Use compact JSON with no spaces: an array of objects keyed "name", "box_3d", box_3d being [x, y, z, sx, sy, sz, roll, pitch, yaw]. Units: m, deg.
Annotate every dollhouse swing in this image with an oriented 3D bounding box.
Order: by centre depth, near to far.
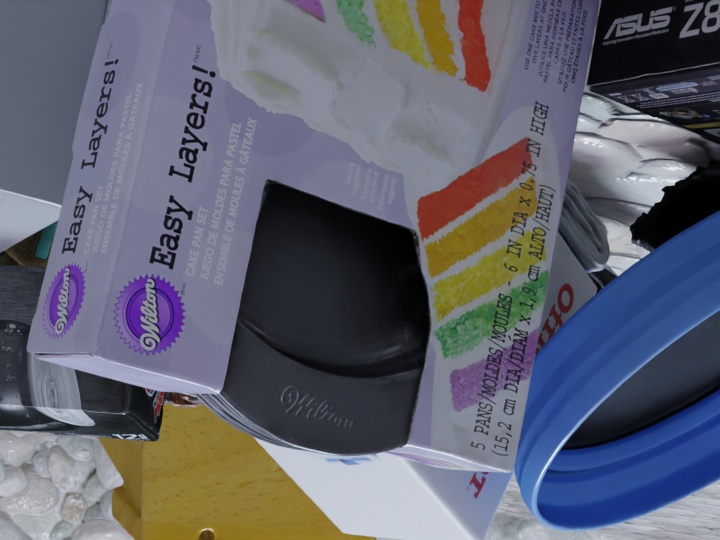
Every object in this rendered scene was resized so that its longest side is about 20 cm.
[{"name":"dollhouse swing","box_3d":[-0.070,0.036,1.128,0.181,0.201,0.176,1,-169,-3]}]

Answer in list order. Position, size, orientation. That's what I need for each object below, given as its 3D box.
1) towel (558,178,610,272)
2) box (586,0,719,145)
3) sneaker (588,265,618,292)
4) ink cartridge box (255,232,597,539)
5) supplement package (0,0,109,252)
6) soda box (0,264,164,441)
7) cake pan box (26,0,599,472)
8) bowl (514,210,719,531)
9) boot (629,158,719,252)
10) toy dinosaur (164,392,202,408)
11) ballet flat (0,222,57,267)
[{"name":"towel","box_3d":[0.009,-0.048,0.928,0.199,0.024,0.147,-3,136,45]},{"name":"box","box_3d":[0.208,-0.074,0.718,0.161,0.049,0.200,19,166,-33]},{"name":"sneaker","box_3d":[0.107,0.021,1.042,0.200,0.066,0.091,44,-170,-43]},{"name":"ink cartridge box","box_3d":[0.000,0.000,0.830,0.086,0.147,0.200,-2,140,42]},{"name":"supplement package","box_3d":[-0.201,-0.072,0.881,0.109,0.114,0.200,14,164,-25]},{"name":"soda box","box_3d":[-0.192,0.035,0.922,0.199,0.071,0.063,3,164,10]},{"name":"cake pan box","box_3d":[-0.010,-0.036,0.703,0.184,0.201,0.052,19,167,-31]},{"name":"bowl","box_3d":[0.148,0.034,0.817,0.200,0.039,0.201,-25,153,-13]},{"name":"boot","box_3d":[0.197,-0.003,1.011,0.198,0.074,0.162,-10,160,41]},{"name":"toy dinosaur","box_3d":[0.013,0.054,1.001,0.200,0.086,0.135,23,162,-34]},{"name":"ballet flat","box_3d":[-0.173,-0.001,1.057,0.068,0.073,0.200,14,164,-11]}]
